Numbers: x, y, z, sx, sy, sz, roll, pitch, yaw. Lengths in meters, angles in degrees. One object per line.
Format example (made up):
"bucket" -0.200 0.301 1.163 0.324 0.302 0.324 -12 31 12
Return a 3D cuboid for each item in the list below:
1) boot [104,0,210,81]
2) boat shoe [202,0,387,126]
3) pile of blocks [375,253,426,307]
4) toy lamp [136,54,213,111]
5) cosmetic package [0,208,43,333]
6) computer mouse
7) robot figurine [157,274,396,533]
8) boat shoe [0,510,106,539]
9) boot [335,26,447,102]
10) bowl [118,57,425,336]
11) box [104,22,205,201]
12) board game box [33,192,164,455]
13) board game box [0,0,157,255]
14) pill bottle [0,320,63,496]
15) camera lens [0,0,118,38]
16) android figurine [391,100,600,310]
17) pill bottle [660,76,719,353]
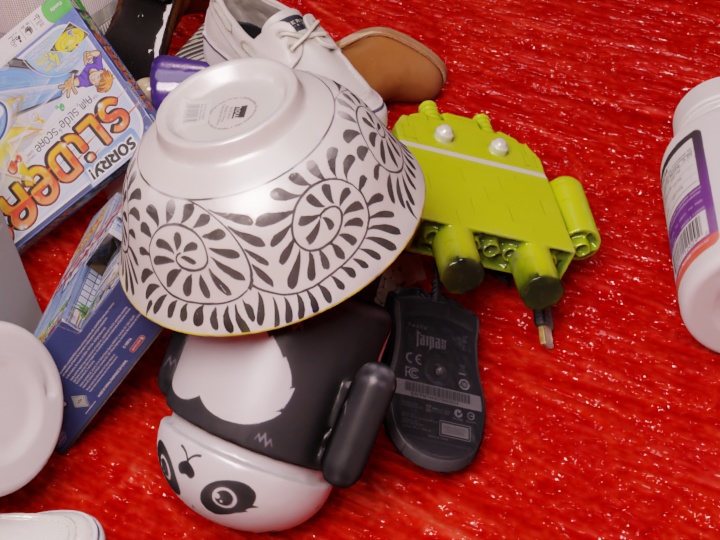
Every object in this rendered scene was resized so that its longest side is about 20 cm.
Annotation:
"boot" -0.175 -0.229 1.297 0.068 0.190 0.200 16 23 8
"boat shoe" -0.051 -0.160 1.068 0.071 0.066 0.200 -18 39 -28
"pile of blocks" 0.000 0.000 1.056 0.062 0.082 0.201 -26 22 45
"toy lamp" -0.207 -0.137 1.147 0.197 0.059 0.059 -4 43 12
"cosmetic package" -0.307 -0.008 1.023 0.106 0.201 0.091 4 43 16
"computer mouse" 0.071 0.058 1.008 0.139 0.046 0.202 10 55 -20
"robot figurine" -0.055 0.064 0.919 0.124 0.202 0.150 20 1 -13
"boat shoe" -0.263 0.178 0.904 0.199 0.087 0.075 -13 44 -4
"boot" -0.014 -0.124 1.183 0.198 0.077 0.157 12 59 -29
"bowl" -0.066 -0.064 0.867 0.198 0.095 0.202 -11 39 9
"box" -0.133 -0.130 1.215 0.081 0.069 0.201 13 47 22
"board game box" -0.165 -0.006 1.033 0.061 0.200 0.201 32 31 -16
"board game box" -0.260 -0.099 1.113 0.199 0.034 0.136 -37 87 10
"pill bottle" -0.297 0.086 0.958 0.198 0.113 0.112 1 40 41
"camera lens" -0.287 -0.278 1.295 0.158 0.201 0.161 -4 44 4
"android figurine" 0.084 -0.055 1.046 0.180 0.041 0.201 13 38 -17
"pill bottle" 0.273 -0.046 1.035 0.110 0.112 0.201 -2 44 7
